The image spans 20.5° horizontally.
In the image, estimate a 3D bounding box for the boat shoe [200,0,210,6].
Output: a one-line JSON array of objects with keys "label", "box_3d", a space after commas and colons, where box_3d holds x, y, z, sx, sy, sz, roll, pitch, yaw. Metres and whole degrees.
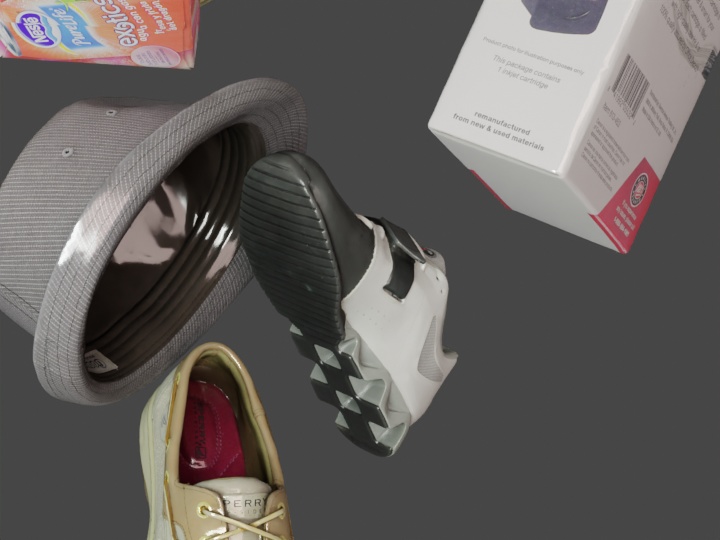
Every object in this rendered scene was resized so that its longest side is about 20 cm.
[{"label": "boat shoe", "box_3d": [-0.072, -0.184, 1.050, 0.200, 0.063, 0.074, -33, 99, -13]}]

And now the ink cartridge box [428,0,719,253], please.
[{"label": "ink cartridge box", "box_3d": [0.131, -0.130, 1.061, 0.084, 0.145, 0.201, 22, 84, 25]}]

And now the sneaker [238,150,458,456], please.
[{"label": "sneaker", "box_3d": [0.000, 0.000, 1.052, 0.088, 0.074, 0.201, -44, 137, -23]}]

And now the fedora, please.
[{"label": "fedora", "box_3d": [-0.120, -0.028, 1.014, 0.090, 0.178, 0.200, 30, 56, 19]}]

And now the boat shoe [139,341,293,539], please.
[{"label": "boat shoe", "box_3d": [-0.070, 0.125, 1.003, 0.073, 0.067, 0.201, 0, 51, -25]}]

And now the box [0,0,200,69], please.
[{"label": "box", "box_3d": [-0.125, -0.210, 0.978, 0.102, 0.095, 0.202, 3, 67, -2]}]
